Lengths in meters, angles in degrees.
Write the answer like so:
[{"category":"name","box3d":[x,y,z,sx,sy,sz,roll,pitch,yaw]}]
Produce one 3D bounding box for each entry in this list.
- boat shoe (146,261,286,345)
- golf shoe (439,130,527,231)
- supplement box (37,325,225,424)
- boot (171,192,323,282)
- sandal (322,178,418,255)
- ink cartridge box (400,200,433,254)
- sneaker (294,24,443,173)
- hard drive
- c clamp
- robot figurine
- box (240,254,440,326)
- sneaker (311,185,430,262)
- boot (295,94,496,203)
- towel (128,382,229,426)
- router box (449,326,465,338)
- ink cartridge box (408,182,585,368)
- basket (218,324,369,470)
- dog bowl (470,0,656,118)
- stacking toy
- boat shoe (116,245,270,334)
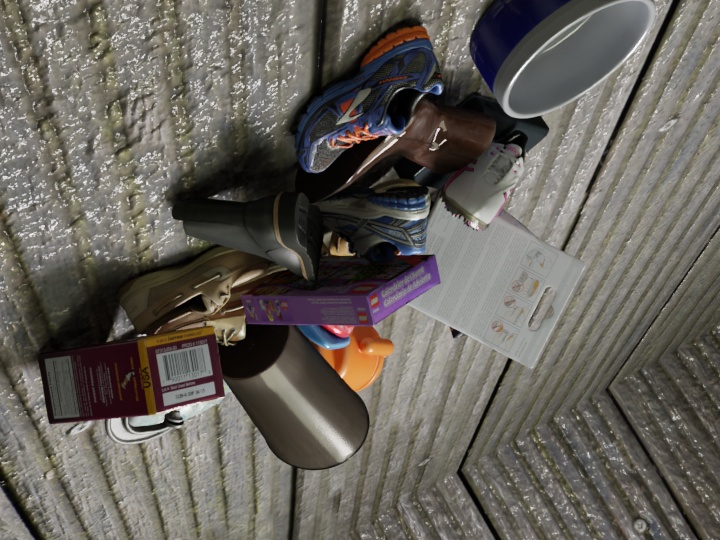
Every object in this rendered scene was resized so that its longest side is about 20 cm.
[{"category":"boat shoe","box3d":[-0.166,0.053,1.695,0.198,0.074,0.076,-26,169,-17]},{"category":"golf shoe","box3d":[0.150,-0.114,1.633,0.092,0.072,0.200,-55,180,27]},{"category":"supplement box","box3d":[-0.265,0.122,1.582,0.199,0.087,0.110,-10,179,41]},{"category":"boot","box3d":[-0.118,-0.042,1.520,0.136,0.078,0.200,2,160,9]},{"category":"sandal","box3d":[-0.007,-0.051,1.698,0.199,0.055,0.080,-27,164,30]},{"category":"ink cartridge box","box3d":[0.031,-0.017,1.892,0.099,0.039,0.200,-18,155,-35]},{"category":"sneaker","box3d":[0.007,-0.165,1.426,0.200,0.079,0.075,-43,157,29]},{"category":"hard drive","box3d":[0.144,-0.154,1.735,0.139,0.033,0.199,-40,159,23]},{"category":"c clamp","box3d":[-0.242,0.137,1.762,0.170,0.027,0.202,5,113,-45]},{"category":"robot figurine","box3d":[-0.039,0.121,2.013,0.144,0.117,0.199,-48,156,15]},{"category":"box","box3d":[-0.024,0.022,1.611,0.198,0.040,0.136,-1,-160,40]},{"category":"sneaker","box3d":[0.003,-0.049,1.590,0.076,0.086,0.199,-15,-168,-37]},{"category":"boot","box3d":[0.045,-0.128,1.566,0.186,0.065,0.199,-37,157,28]},{"category":"towel","box3d":[-0.235,0.151,1.886,0.170,0.048,0.200,-16,155,-40]},{"category":"router box","box3d":[0.149,-0.010,1.851,0.052,0.159,0.200,-13,167,-15]},{"category":"ink cartridge box","box3d":[0.160,0.005,1.718,0.057,0.198,0.164,-61,176,-67]},{"category":"basket","box3d":[-0.101,0.149,1.807,0.136,0.179,0.201,-52,137,-18]},{"category":"dog bowl","box3d":[0.222,-0.262,1.517,0.199,0.079,0.200,-27,161,-10]},{"category":"stacking toy","box3d":[0.000,0.000,1.777,0.200,0.116,0.110,-42,170,15]},{"category":"boat shoe","box3d":[-0.186,0.024,1.617,0.198,0.065,0.071,-21,159,-28]}]
